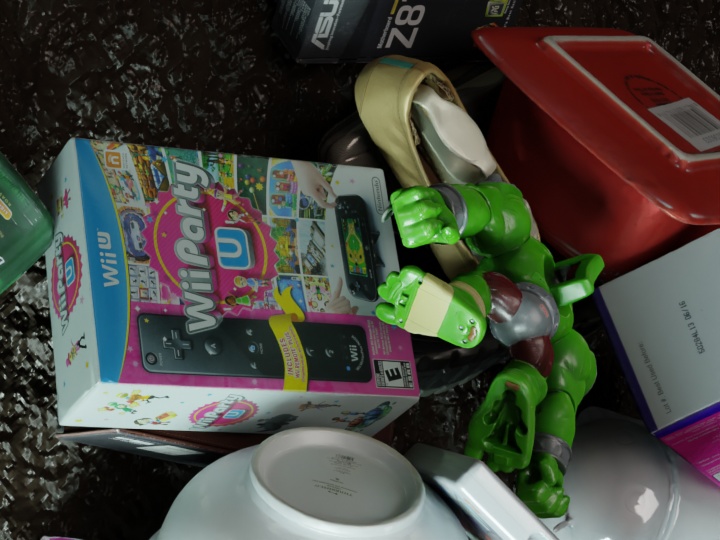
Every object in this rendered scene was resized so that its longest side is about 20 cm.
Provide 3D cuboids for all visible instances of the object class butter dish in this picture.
[{"bbox_3d":[0.161,-0.055,1.252,0.200,0.199,0.148,-8,135,-51],"label":"butter dish"}]

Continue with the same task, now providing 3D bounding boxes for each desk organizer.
[{"bbox_3d":[-0.074,0.078,1.157,0.199,0.072,0.077,16,74,-36],"label":"desk organizer"}]

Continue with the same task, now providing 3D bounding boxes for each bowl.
[{"bbox_3d":[-0.020,0.148,1.049,0.200,0.201,0.091,-9,124,-38],"label":"bowl"}]

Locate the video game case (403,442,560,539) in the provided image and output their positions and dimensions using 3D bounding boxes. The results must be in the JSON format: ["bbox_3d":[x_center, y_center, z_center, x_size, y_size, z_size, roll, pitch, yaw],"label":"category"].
[{"bbox_3d":[0.104,0.171,1.093,0.023,0.200,0.182,-45,94,-7],"label":"video game case"}]

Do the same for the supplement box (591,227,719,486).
[{"bbox_3d":[0.234,0.061,1.222,0.200,0.103,0.102,37,30,-62],"label":"supplement box"}]

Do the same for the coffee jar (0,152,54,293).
[{"bbox_3d":[-0.258,0.015,1.011,0.104,0.085,0.200,51,59,-22],"label":"coffee jar"}]

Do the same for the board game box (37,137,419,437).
[{"bbox_3d":[-0.074,0.012,1.093,0.199,0.064,0.148,4,64,-29],"label":"board game box"}]

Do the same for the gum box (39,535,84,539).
[{"bbox_3d":[-0.165,0.263,1.069,0.113,0.066,0.201,39,63,-29],"label":"gum box"}]

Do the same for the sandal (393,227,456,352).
[{"bbox_3d":[0.000,0.000,1.199,0.199,0.043,0.076,13,50,-23],"label":"sandal"}]

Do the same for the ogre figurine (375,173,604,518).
[{"bbox_3d":[0.084,0.031,1.107,0.200,0.098,0.120,49,36,-1],"label":"ogre figurine"}]

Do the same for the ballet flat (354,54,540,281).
[{"bbox_3d":[0.065,-0.044,1.174,0.069,0.063,0.200,-49,117,-25],"label":"ballet flat"}]

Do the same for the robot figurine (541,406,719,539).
[{"bbox_3d":[0.198,0.168,1.330,0.199,0.113,0.170,20,35,-34],"label":"robot figurine"}]

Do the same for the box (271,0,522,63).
[{"bbox_3d":[0.045,-0.224,1.207,0.160,0.049,0.201,-3,132,-31],"label":"box"}]

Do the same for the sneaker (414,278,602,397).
[{"bbox_3d":[0.080,0.028,1.293,0.199,0.075,0.080,-15,73,-37],"label":"sneaker"}]

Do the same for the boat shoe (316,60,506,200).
[{"bbox_3d":[0.035,-0.090,1.255,0.200,0.073,0.075,-21,120,-46],"label":"boat shoe"}]
